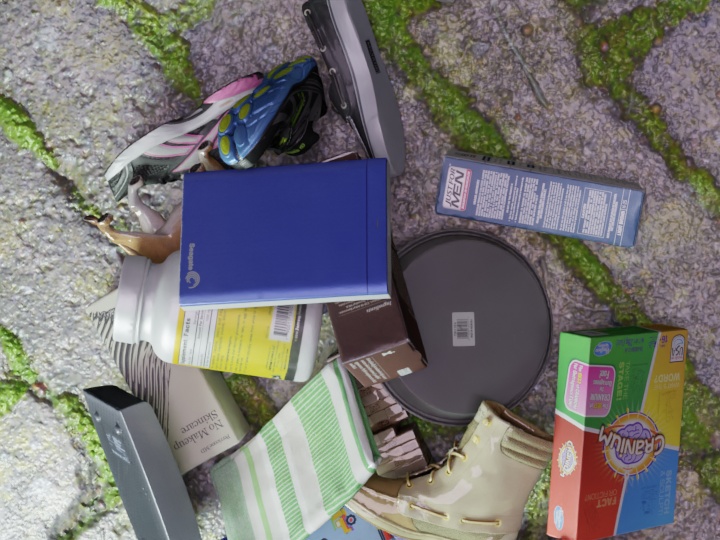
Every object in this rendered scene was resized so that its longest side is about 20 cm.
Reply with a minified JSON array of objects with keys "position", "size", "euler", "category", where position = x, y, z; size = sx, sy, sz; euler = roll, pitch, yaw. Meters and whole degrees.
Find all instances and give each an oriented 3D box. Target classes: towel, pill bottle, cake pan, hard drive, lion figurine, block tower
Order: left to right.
[{"position":[-0.219,0.216,1.567],"size":[0.042,0.135,0.202],"euler":[-24,107,-24],"category":"hard drive"},{"position":[-0.168,-0.049,1.536],"size":[0.198,0.073,0.123],"euler":[-21,124,20],"category":"lion figurine"},{"position":[-0.139,0.041,1.502],"size":[0.198,0.112,0.114],"euler":[9,97,-5],"category":"pill bottle"},{"position":[-0.071,-0.034,1.429],"size":[0.198,0.025,0.133],"euler":[-4,72,11],"category":"hard drive"},{"position":[-0.067,0.198,1.520],"size":[0.200,0.153,0.023],"euler":[-42,133,20],"category":"towel"},{"position":[0.027,0.161,1.577],"size":[0.057,0.054,0.202],"euler":[-23,92,7],"category":"block tower"},{"position":[0.103,0.058,1.540],"size":[0.198,0.037,0.203],"euler":[0,89,-9],"category":"cake pan"}]

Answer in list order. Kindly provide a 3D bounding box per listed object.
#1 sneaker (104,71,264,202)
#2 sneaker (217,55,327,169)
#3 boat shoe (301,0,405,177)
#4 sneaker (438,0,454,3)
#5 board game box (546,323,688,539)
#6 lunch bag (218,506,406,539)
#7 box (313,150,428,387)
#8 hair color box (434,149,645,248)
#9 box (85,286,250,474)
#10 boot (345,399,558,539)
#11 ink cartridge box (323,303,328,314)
[{"position":[-0.168,-0.118,1.559],"size":[0.199,0.080,0.087],"euler":[-30,93,9],"category":"sneaker"},{"position":[-0.076,-0.146,1.490],"size":[0.070,0.200,0.083],"euler":[-19,108,27],"category":"sneaker"},{"position":[-0.006,-0.188,1.545],"size":[0.056,0.069,0.202],"euler":[-16,91,23],"category":"boat shoe"},{"position":[0.038,-0.367,1.517],"size":[0.198,0.081,0.148],"euler":[24,90,7],"category":"sneaker"},{"position":[0.256,0.158,1.512],"size":[0.040,0.152,0.203],"euler":[10,100,49],"category":"board game box"},{"position":[-0.038,0.317,1.591],"size":[0.198,0.094,0.152],"euler":[-25,90,-2],"category":"lunch bag"},{"position":[0.000,0.000,1.471],"size":[0.074,0.100,0.202],"euler":[-20,69,7],"category":"box"},{"position":[0.177,-0.072,1.515],"size":[0.198,0.100,0.061],"euler":[11,98,5],"category":"hair color box"},{"position":[-0.199,0.103,1.588],"size":[0.082,0.068,0.201],"euler":[-30,91,7],"category":"box"},{"position":[0.083,0.192,1.503],"size":[0.198,0.073,0.157],"euler":[23,104,-5],"category":"boot"},{"position":[-0.067,-0.007,1.579],"size":[0.199,0.042,0.120],"euler":[-27,92,10],"category":"ink cartridge box"}]
